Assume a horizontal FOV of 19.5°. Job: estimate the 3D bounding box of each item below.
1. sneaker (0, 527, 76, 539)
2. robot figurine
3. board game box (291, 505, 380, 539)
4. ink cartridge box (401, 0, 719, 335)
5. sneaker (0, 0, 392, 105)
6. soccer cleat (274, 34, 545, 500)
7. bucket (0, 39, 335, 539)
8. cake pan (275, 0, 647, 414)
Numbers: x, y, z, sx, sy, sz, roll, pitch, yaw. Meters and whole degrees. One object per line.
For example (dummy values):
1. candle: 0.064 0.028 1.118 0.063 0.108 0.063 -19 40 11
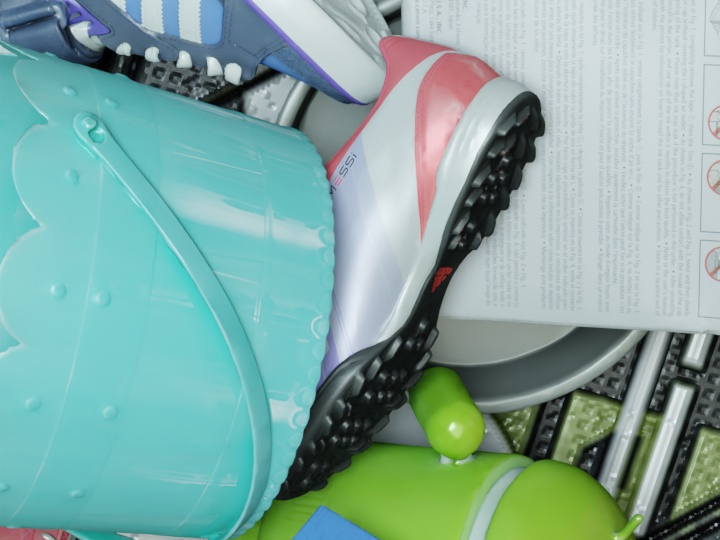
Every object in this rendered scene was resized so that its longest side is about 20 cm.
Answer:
1. sneaker: -0.155 0.128 0.902 0.087 0.074 0.200 -15 58 -15
2. robot figurine: 0.034 0.136 0.919 0.200 0.116 0.176 2 105 30
3. board game box: 0.039 0.206 0.853 0.200 0.045 0.152 31 129 11
4. ink cartridge box: 0.118 -0.055 0.877 0.200 0.050 0.161 2 107 14
5. sneaker: -0.097 -0.107 0.903 0.200 0.081 0.146 42 113 -9
6. soccer cleat: 0.000 0.000 0.865 0.073 0.068 0.200 33 103 21
7. bucket: -0.105 0.016 0.854 0.135 0.207 0.208 10 99 -21
8. cake pan: 0.053 -0.035 0.958 0.200 0.037 0.201 -1 100 -7
